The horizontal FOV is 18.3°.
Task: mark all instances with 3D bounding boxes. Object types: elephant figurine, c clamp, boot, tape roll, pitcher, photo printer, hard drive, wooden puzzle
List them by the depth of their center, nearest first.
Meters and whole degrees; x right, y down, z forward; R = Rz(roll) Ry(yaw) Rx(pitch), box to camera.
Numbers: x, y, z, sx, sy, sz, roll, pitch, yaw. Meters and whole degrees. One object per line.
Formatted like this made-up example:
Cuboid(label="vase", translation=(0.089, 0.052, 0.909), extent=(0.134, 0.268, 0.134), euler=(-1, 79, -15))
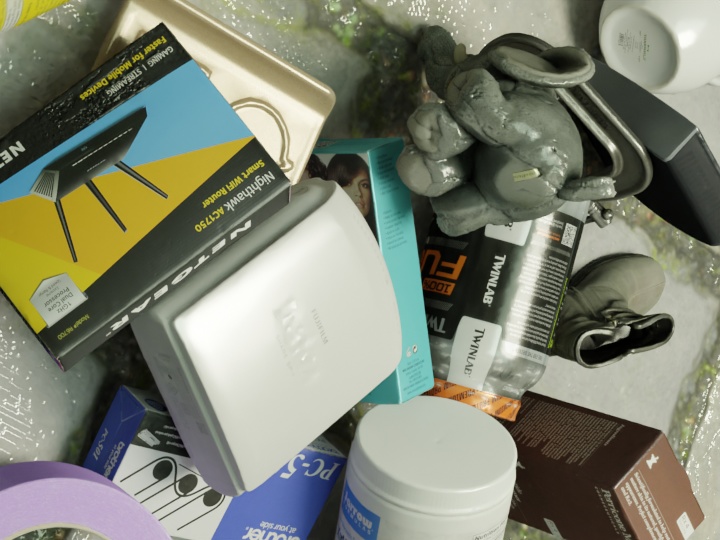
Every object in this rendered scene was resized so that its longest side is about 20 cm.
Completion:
Cuboid(label="tape roll", translation=(-0.222, 0.237, 1.566), extent=(0.199, 0.066, 0.201), euler=(-2, 97, -21))
Cuboid(label="photo printer", translation=(-0.058, 0.041, 1.620), extent=(0.200, 0.069, 0.167), euler=(-38, 121, -31))
Cuboid(label="wooden puzzle", translation=(-0.134, -0.081, 1.628), extent=(0.185, 0.046, 0.201), euler=(29, 83, -29))
Cuboid(label="elephant figurine", translation=(0.115, -0.123, 1.711), extent=(0.155, 0.141, 0.200), euler=(50, 32, -11))
Cuboid(label="c clamp", translation=(0.154, -0.109, 1.830), extent=(0.200, 0.171, 0.027), euler=(50, 62, -19))
Cuboid(label="hard drive", translation=(0.241, -0.098, 1.863), extent=(0.042, 0.200, 0.135), euler=(-37, 123, -5))
Cuboid(label="boot", translation=(0.220, 0.043, 1.905), extent=(0.199, 0.130, 0.068), euler=(-19, 110, -37))
Cuboid(label="pitcher", translation=(0.291, -0.212, 1.944), extent=(0.200, 0.121, 0.172), euler=(-40, 137, -41))

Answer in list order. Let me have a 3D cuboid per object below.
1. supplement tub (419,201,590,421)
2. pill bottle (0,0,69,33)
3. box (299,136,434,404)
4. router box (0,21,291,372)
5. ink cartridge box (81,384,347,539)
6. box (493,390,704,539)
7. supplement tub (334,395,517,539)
Cuboid(label="supplement tub", translation=(0.105, 0.013, 1.808), extent=(0.122, 0.122, 0.201), euler=(19, 84, -41))
Cuboid(label="pill bottle", translation=(-0.222, -0.230, 1.494), extent=(0.200, 0.114, 0.115), euler=(-31, 116, -33))
Cuboid(label="box", translation=(0.000, 0.000, 1.731), extent=(0.049, 0.082, 0.201), euler=(-24, 110, -51))
Cuboid(label="router box", translation=(-0.168, -0.051, 1.525), extent=(0.200, 0.051, 0.149), euler=(-38, 80, -10))
Cuboid(label="ink cartridge box", translation=(-0.111, 0.154, 1.683), extent=(0.199, 0.044, 0.094), euler=(17, 105, -41))
Cuboid(label="box", translation=(0.176, 0.168, 1.843), extent=(0.075, 0.200, 0.100), euler=(-44, 123, -25))
Cuboid(label="supplement tub", translation=(0.044, 0.214, 1.749), extent=(0.132, 0.132, 0.201), euler=(-18, 129, -37))
